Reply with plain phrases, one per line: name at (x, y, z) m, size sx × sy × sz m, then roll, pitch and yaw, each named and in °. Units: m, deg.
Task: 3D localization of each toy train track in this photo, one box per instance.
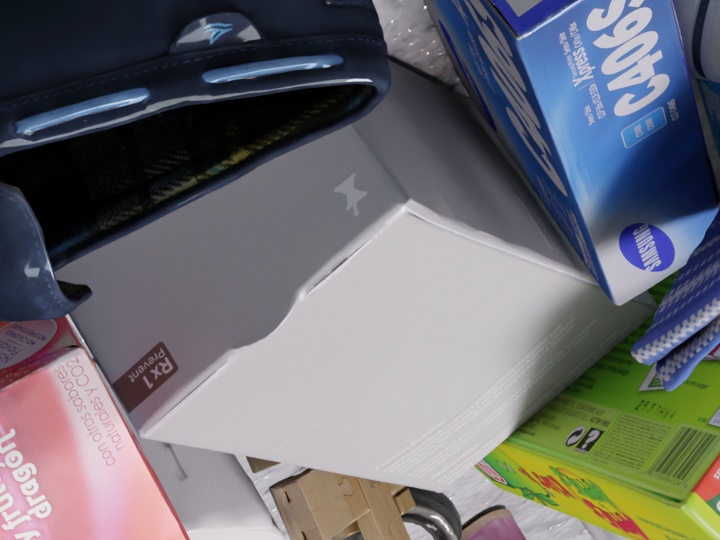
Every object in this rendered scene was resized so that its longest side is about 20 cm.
toy train track at (0.004, 0.070, 0.918) m, size 0.032 × 0.115 × 0.200 m, roll -23°, pitch 180°, yaw 22°

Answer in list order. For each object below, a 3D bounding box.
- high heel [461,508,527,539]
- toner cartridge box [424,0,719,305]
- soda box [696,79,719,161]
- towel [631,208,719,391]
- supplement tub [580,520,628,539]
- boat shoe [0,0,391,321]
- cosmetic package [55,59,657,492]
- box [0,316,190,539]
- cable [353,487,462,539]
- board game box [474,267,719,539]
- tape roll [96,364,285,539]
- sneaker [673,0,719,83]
high heel at (0.030, 0.208, 1.201) m, size 0.200 × 0.096 × 0.067 m, roll -42°, pitch 156°, yaw 19°
toner cartridge box at (0.051, -0.067, 0.690) m, size 0.043 × 0.095 × 0.200 m, roll -32°, pitch 156°, yaw 1°
soda box at (0.183, 0.009, 0.896) m, size 0.068 × 0.064 × 0.201 m, roll -22°, pitch 115°, yaw -3°
towel at (0.158, -0.060, 0.701) m, size 0.200 × 0.024 × 0.145 m, roll -53°, pitch -174°, yaw -37°
supplement tub at (0.165, 0.036, 1.005) m, size 0.200 × 0.123 × 0.123 m, roll -35°, pitch 157°, yaw 3°
boat shoe at (-0.086, -0.020, 0.582) m, size 0.200 × 0.069 × 0.084 m, roll -34°, pitch 156°, yaw 3°
cosmetic package at (0.000, 0.000, 0.772) m, size 0.107 × 0.090 × 0.200 m, roll -40°, pitch 153°, yaw 14°
box at (-0.087, 0.103, 0.711) m, size 0.094 × 0.103 × 0.200 m, roll -29°, pitch 117°, yaw -7°
cable at (0.004, 0.174, 1.120) m, size 0.200 × 0.097 × 0.050 m, roll -53°, pitch -168°, yaw 46°
board game box at (0.104, 0.037, 0.844) m, size 0.102 × 0.048 × 0.200 m, roll -50°, pitch -160°, yaw -10°
tape roll at (-0.124, 0.119, 0.860) m, size 0.202 × 0.071 × 0.203 m, roll -27°, pitch 156°, yaw -13°
sneaker at (0.146, -0.109, 0.635) m, size 0.073 × 0.071 × 0.200 m, roll -10°, pitch 147°, yaw -42°
